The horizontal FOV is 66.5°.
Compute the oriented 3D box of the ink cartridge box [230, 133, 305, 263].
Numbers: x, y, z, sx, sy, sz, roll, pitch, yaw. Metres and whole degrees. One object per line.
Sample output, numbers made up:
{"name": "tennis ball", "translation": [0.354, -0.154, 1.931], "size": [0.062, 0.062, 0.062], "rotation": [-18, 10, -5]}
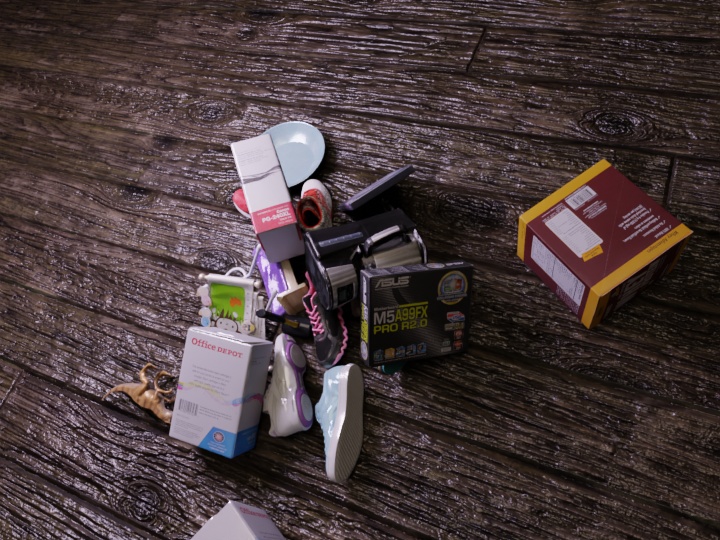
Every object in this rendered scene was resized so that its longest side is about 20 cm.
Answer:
{"name": "ink cartridge box", "translation": [-0.176, -0.138, 1.066], "size": [0.082, 0.146, 0.203], "rotation": [-17, 70, -4]}

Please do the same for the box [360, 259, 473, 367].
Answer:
{"name": "box", "translation": [0.097, 0.072, 0.949], "size": [0.197, 0.163, 0.044], "rotation": [-5, 17, -21]}

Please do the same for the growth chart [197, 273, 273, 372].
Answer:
{"name": "growth chart", "translation": [-0.245, 0.103, 1.064], "size": [0.142, 0.018, 0.203], "rotation": [-1, 105, 8]}

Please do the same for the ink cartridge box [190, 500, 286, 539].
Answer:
{"name": "ink cartridge box", "translation": [-0.169, 0.487, 0.836], "size": [0.146, 0.147, 0.200], "rotation": [-43, 59, -10]}

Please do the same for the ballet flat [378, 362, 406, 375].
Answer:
{"name": "ballet flat", "translation": [0.088, 0.107, 1.032], "size": [0.072, 0.072, 0.201], "rotation": [32, 73, 27]}

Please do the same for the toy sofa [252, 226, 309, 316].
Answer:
{"name": "toy sofa", "translation": [-0.173, -0.005, 1.144], "size": [0.096, 0.083, 0.202], "rotation": [-24, 59, 0]}

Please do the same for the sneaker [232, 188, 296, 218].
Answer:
{"name": "sneaker", "translation": [-0.220, -0.163, 1.223], "size": [0.198, 0.116, 0.079], "rotation": [20, 68, 24]}

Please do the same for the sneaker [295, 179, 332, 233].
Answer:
{"name": "sneaker", "translation": [-0.101, -0.144, 1.186], "size": [0.066, 0.108, 0.204], "rotation": [-14, 59, 6]}

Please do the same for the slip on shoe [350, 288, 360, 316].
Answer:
{"name": "slip on shoe", "translation": [0.000, 0.000, 1.108], "size": [0.060, 0.076, 0.203], "rotation": [-23, 61, 21]}

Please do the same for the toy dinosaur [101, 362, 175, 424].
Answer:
{"name": "toy dinosaur", "translation": [-0.435, 0.240, 1.093], "size": [0.198, 0.061, 0.107], "rotation": [18, 69, 23]}

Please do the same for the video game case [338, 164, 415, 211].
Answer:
{"name": "video game case", "translation": [0.027, -0.167, 1.133], "size": [0.142, 0.200, 0.019], "rotation": [-33, 100, -4]}

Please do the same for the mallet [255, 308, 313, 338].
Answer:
{"name": "mallet", "translation": [-0.151, 0.092, 1.021], "size": [0.065, 0.200, 0.042], "rotation": [7, 79, 24]}

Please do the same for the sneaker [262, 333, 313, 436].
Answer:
{"name": "sneaker", "translation": [-0.149, 0.211, 1.024], "size": [0.099, 0.075, 0.202], "rotation": [-28, 49, 18]}

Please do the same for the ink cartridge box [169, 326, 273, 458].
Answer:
{"name": "ink cartridge box", "translation": [-0.252, 0.214, 1.000], "size": [0.142, 0.084, 0.203], "rotation": [11, 91, 21]}

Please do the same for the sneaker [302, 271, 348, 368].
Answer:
{"name": "sneaker", "translation": [-0.076, 0.083, 1.047], "size": [0.078, 0.095, 0.203], "rotation": [-22, 58, 40]}

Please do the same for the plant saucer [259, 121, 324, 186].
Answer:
{"name": "plant saucer", "translation": [-0.176, -0.267, 1.315], "size": [0.198, 0.039, 0.204], "rotation": [-7, 60, 11]}

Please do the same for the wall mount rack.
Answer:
{"name": "wall mount rack", "translation": [-0.237, 0.051, 1.123], "size": [0.173, 0.075, 0.202], "rotation": [-32, 58, 11]}

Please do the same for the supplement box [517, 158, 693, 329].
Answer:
{"name": "supplement box", "translation": [0.422, -0.047, 0.979], "size": [0.196, 0.133, 0.201], "rotation": [-33, 59, -5]}

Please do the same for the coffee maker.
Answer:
{"name": "coffee maker", "translation": [-0.001, -0.031, 1.013], "size": [0.197, 0.137, 0.192], "rotation": [-14, 27, -15]}

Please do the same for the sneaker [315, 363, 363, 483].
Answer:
{"name": "sneaker", "translation": [-0.044, 0.270, 0.977], "size": [0.081, 0.074, 0.203], "rotation": [-12, 57, 35]}
